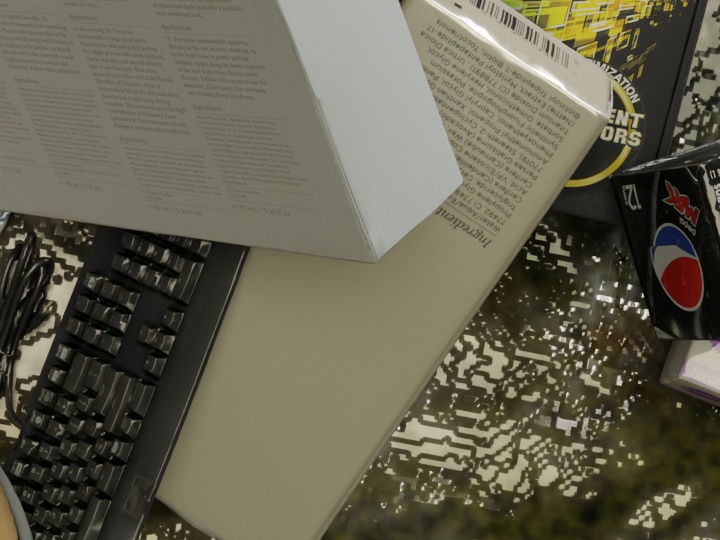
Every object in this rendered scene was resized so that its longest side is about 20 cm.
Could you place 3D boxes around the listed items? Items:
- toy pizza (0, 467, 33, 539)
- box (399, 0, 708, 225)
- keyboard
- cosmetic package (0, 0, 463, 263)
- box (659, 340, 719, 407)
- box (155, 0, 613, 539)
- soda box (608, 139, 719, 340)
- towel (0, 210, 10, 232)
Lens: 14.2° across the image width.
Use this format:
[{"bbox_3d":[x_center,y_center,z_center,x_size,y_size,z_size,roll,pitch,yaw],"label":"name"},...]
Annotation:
[{"bbox_3d":[-0.197,0.081,0.919,0.199,0.032,0.201,14,42,-12],"label":"toy pizza"},{"bbox_3d":[0.023,-0.113,1.012,0.199,0.049,0.162,12,108,-4],"label":"box"},{"bbox_3d":[-0.109,0.059,0.991,0.021,0.127,0.201,22,90,-40],"label":"keyboard"},{"bbox_3d":[-0.075,-0.087,0.912,0.052,0.199,0.151,-43,125,-33],"label":"cosmetic package"},{"bbox_3d":[0.209,0.058,1.049,0.199,0.039,0.042,23,84,-3],"label":"box"},{"bbox_3d":[0.000,0.000,0.986,0.082,0.068,0.200,34,106,-4],"label":"box"},{"bbox_3d":[0.193,-0.033,1.012,0.199,0.071,0.064,-19,95,-21],"label":"soda box"},{"bbox_3d":[-0.174,-0.083,1.031,0.146,0.024,0.201,22,83,-1],"label":"towel"}]
